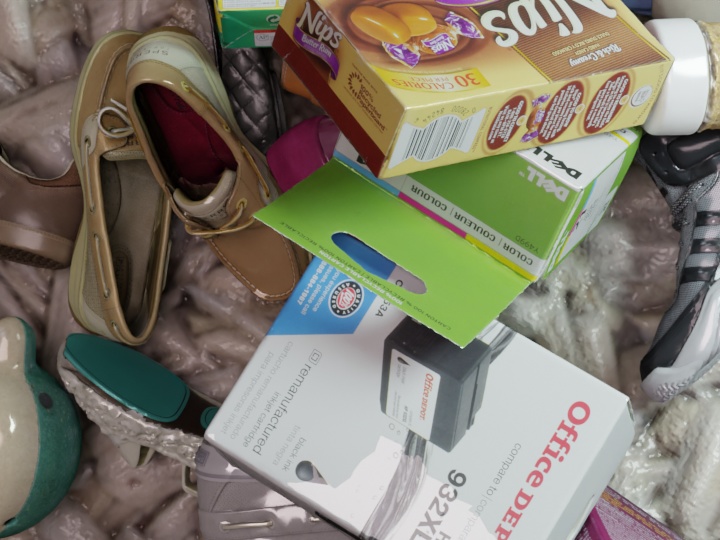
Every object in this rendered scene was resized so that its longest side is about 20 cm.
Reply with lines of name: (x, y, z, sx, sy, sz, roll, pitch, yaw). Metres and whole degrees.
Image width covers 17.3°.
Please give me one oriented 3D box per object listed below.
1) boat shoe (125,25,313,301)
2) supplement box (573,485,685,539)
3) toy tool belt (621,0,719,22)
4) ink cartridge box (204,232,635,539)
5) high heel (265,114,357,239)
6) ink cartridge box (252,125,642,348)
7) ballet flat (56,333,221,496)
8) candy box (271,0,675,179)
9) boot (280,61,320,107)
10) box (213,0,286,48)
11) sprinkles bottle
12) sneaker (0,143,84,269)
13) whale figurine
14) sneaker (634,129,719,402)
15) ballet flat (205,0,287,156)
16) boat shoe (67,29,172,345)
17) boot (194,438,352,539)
boat shoe: (-0.095, -0.055, 1.499, 0.074, 0.066, 0.200, -22, 114, 23)
supplement box: (0.136, 0.215, 1.398, 0.103, 0.200, 0.131, 34, 100, -10)
toy tool belt: (0.172, -0.221, 1.431, 0.199, 0.123, 0.125, 18, 53, 10)
ink cartridge box: (0.036, 0.092, 1.344, 0.199, 0.084, 0.145, 30, 81, 15)
high heel: (0.000, 0.000, 1.466, 0.096, 0.067, 0.201, -19, 75, 37)
ink cartridge box: (0.054, -0.056, 1.351, 0.147, 0.200, 0.076, 33, 123, 11)
ballet flat: (-0.116, 0.111, 1.535, 0.199, 0.072, 0.072, 25, 96, 6)
candy box: (0.065, -0.122, 1.330, 0.117, 0.199, 0.057, 53, 140, 31)
boot: (0.018, -0.101, 1.510, 0.154, 0.074, 0.201, 12, 89, 18)
box: (-0.034, -0.235, 1.487, 0.117, 0.048, 0.201, -1, 63, 0)
sprinkles bottle: (0.264, -0.117, 1.405, 0.199, 0.068, 0.069, -3, 89, -11)
sneaker: (-0.274, -0.059, 1.592, 0.199, 0.070, 0.076, 16, 76, 9)
whale figurine: (-0.252, 0.083, 1.571, 0.159, 0.103, 0.201, -47, 55, 32)
sneaker: (0.206, -0.024, 1.457, 0.114, 0.075, 0.200, 34, 92, 13)
ballet flat: (-0.094, -0.166, 1.533, 0.057, 0.066, 0.201, -14, 88, -8)
boat shoe: (-0.149, -0.054, 1.536, 0.063, 0.073, 0.202, 15, 99, 57)
boot: (0.000, 0.148, 1.438, 0.199, 0.074, 0.096, 0, 98, 0)
